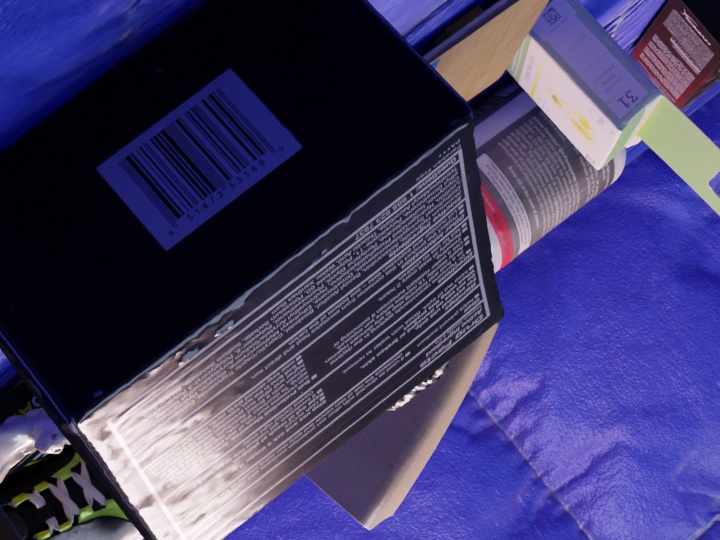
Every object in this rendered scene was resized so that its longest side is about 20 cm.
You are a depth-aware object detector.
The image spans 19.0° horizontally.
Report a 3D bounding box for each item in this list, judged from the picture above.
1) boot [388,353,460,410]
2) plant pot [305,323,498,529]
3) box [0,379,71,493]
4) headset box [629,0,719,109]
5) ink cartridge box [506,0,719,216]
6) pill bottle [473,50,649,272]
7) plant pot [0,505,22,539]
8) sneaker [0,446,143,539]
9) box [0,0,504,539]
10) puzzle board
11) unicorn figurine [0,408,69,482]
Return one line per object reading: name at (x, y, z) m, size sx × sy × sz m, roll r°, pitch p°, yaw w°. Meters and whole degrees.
boot at (0.002, -0.001, 1.279) m, size 0.079 × 0.158 × 0.211 m, roll -38°, pitch 174°, yaw -7°
plant pot at (-0.004, 0.059, 1.634) m, size 0.177 × 0.200 × 0.200 m, roll -50°, pitch 173°, yaw 1°
box at (-0.180, 0.086, 1.373) m, size 0.193 × 0.048 × 0.200 m, roll -38°, pitch 174°, yaw 18°
headset box at (0.337, -0.234, 1.965) m, size 0.149 × 0.077 × 0.200 m, roll -38°, pitch 172°, yaw -15°
ink cartridge box at (0.186, -0.097, 1.478) m, size 0.048 × 0.200 × 0.146 m, roll -41°, pitch 174°, yaw -4°
pill bottle at (0.131, -0.089, 1.637) m, size 0.200 × 0.111 × 0.111 m, roll -37°, pitch 174°, yaw -20°
plant pot at (-0.252, 0.200, 0.972) m, size 0.176 × 0.200 × 0.200 m, roll -15°, pitch 139°, yaw -34°
sneaker at (-0.194, 0.160, 1.305) m, size 0.200 × 0.072 × 0.083 m, roll -37°, pitch 170°, yaw -2°
box at (-0.055, 0.001, 0.918) m, size 0.200 × 0.123 × 0.198 m, roll -37°, pitch 155°, yaw -10°
puzzle board at (0.049, -0.122, 1.362) m, size 0.151 × 0.017 × 0.200 m, roll -36°, pitch 173°, yaw -16°
unicorn figurine at (-0.235, 0.133, 1.221) m, size 0.200 × 0.074 × 0.137 m, roll -44°, pitch 167°, yaw 21°
